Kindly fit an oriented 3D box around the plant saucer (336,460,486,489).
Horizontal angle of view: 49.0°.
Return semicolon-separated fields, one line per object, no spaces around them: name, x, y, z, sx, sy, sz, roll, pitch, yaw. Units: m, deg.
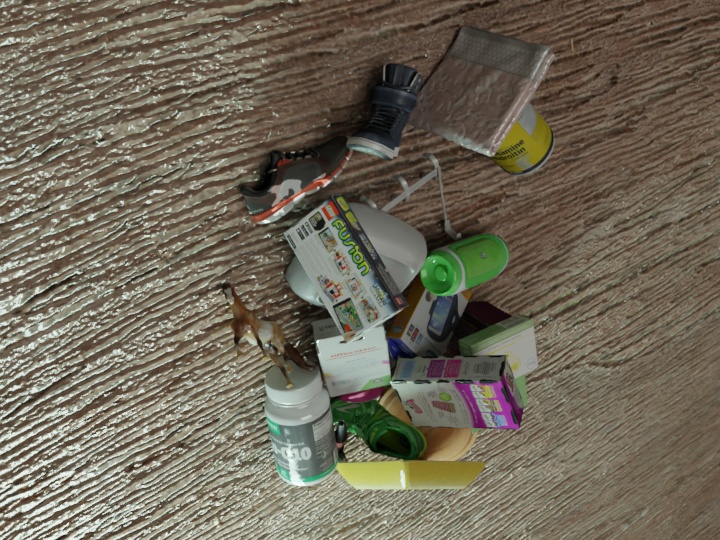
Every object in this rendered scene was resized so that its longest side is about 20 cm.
plant saucer;0.087;0.364;1.402;0.200;0.200;0.049;12;72;-37

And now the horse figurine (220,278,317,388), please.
horse figurine;-0.156;0.112;1.278;0.050;0.133;0.200;-38;137;13

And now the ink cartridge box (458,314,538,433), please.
ink cartridge box;0.261;0.197;1.461;0.145;0.048;0.200;-21;111;-25

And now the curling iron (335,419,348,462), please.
curling iron;-0.032;0.311;1.425;0.026;0.050;0.200;-14;148;-13

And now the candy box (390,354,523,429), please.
candy box;0.169;0.212;1.371;0.061;0.200;0.136;-69;145;-42

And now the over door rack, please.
over door rack;0.083;-0.094;1.367;0.148;0.067;0.200;-37;137;-12

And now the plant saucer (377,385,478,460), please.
plant saucer;0.126;0.290;1.505;0.200;0.032;0.201;2;111;6

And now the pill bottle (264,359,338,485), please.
pill bottle;-0.104;0.262;1.366;0.113;0.113;0.200;-20;119;-24

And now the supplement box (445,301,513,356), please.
supplement box;0.231;0.173;1.542;0.086;0.110;0.200;-3;112;-32

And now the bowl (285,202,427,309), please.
bowl;0.000;0.000;1.298;0.200;0.075;0.200;22;120;-34

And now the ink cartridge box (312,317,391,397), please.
ink cartridge box;-0.014;0.130;1.327;0.117;0.067;0.200;-11;145;-3

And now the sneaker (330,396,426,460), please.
sneaker;0.026;0.281;1.424;0.074;0.200;0.084;-67;168;5

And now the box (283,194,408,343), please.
box;-0.024;-0.002;1.201;0.110;0.200;0.035;-34;171;27

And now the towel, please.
towel;0.184;-0.291;1.254;0.032;0.200;0.191;32;91;-45

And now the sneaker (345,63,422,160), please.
sneaker;0.038;-0.246;1.208;0.077;0.202;0.146;18;103;4

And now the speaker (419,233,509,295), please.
speaker;0.190;-0.013;1.415;0.200;0.088;0.089;-19;122;-50

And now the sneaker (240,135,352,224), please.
sneaker;-0.099;-0.157;1.216;0.200;0.077;0.082;-41;116;-14

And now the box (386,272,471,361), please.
box;0.124;0.089;1.440;0.119;0.041;0.200;45;61;-36

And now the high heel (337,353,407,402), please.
high heel;0.040;0.168;1.440;0.200;0.067;0.096;-20;130;-30

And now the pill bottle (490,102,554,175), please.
pill bottle;0.241;-0.255;1.353;0.200;0.112;0.112;33;91;-42
